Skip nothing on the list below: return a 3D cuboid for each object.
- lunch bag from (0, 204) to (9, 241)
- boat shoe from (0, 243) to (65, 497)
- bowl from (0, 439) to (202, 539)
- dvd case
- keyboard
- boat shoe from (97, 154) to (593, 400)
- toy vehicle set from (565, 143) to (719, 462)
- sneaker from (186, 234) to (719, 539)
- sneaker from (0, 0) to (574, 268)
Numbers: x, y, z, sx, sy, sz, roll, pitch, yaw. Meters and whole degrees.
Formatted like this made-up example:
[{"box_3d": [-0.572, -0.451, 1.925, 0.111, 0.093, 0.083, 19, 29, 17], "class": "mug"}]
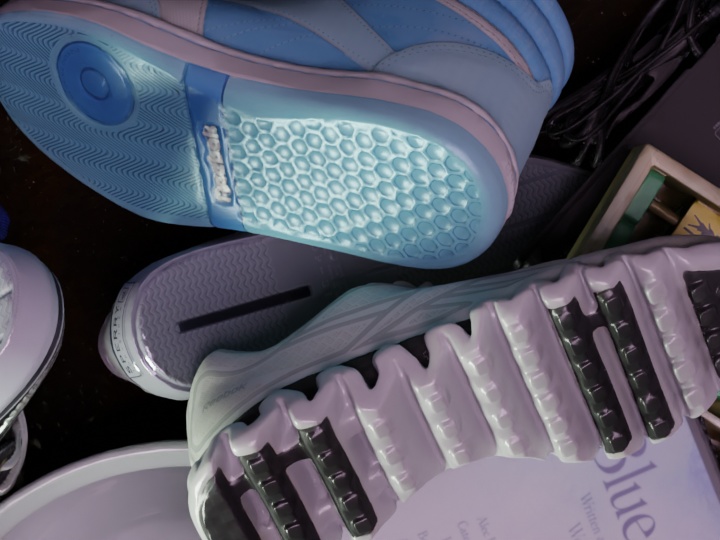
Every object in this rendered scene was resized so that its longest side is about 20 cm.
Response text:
[{"box_3d": [-0.233, -0.051, 0.840, 0.199, 0.094, 0.151, -16, 154, 4], "class": "lunch bag"}, {"box_3d": [-0.149, 0.052, 0.910, 0.071, 0.072, 0.200, 18, 144, -34], "class": "boat shoe"}, {"box_3d": [-0.065, 0.142, 0.964, 0.200, 0.090, 0.202, -2, 106, -6], "class": "bowl"}, {"box_3d": [0.041, 0.133, 0.877, 0.199, 0.018, 0.143, -23, 91, -5], "class": "dvd case"}, {"box_3d": [0.134, -0.058, 0.946, 0.104, 0.040, 0.200, 44, 82, -6], "class": "keyboard"}, {"box_3d": [0.000, 0.000, 0.943, 0.199, 0.067, 0.074, -8, 90, -22], "class": "boat shoe"}, {"box_3d": [0.096, 0.074, 0.905, 0.124, 0.027, 0.200, 31, 87, -4], "class": "toy vehicle set"}, {"box_3d": [0.034, 0.027, 0.855, 0.199, 0.081, 0.075, -19, 123, -2], "class": "sneaker"}, {"box_3d": [-0.020, -0.075, 0.911, 0.199, 0.131, 0.080, 18, 135, 20], "class": "sneaker"}]
